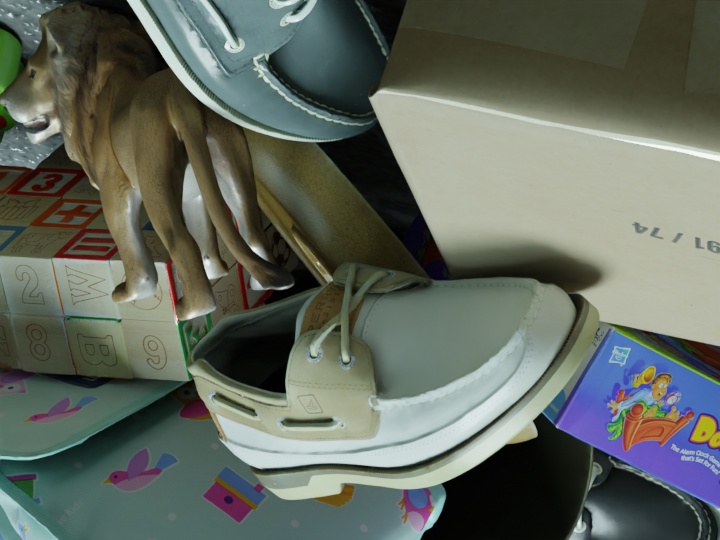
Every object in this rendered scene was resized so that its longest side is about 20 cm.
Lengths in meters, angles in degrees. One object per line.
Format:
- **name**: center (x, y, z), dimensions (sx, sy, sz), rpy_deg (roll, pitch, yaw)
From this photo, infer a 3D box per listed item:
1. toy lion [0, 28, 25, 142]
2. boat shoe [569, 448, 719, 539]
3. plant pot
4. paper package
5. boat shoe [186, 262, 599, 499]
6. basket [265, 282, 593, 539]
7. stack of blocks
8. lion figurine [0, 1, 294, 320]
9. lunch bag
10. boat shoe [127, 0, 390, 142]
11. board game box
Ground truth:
- **toy lion**: center (-0.247, -0.105, 1.212), dimensions (0.191, 0.069, 0.200), rpy_deg (7, 160, 10)
- **boat shoe**: center (0.098, 0.116, 1.487), dimensions (0.199, 0.074, 0.060), rpy_deg (21, 168, 18)
- **plant pot**: center (0.000, 0.000, 1.149), dimensions (0.200, 0.027, 0.200), rpy_deg (50, 177, 4)
- **paper package**: center (0.123, -0.049, 0.951), dimensions (0.199, 0.104, 0.191), rpy_deg (12, 160, 17)
- **boat shoe**: center (0.004, 0.036, 1.028), dimensions (0.068, 0.075, 0.200), rpy_deg (44, 143, -19)
- **basket**: center (-0.013, 0.069, 1.369), dimensions (0.199, 0.137, 0.180), rpy_deg (7, 159, 39)
- **stack of blocks**: center (-0.143, -0.008, 1.249), dimensions (0.199, 0.115, 0.059), rpy_deg (3, 118, 25)
- **lion figurine**: center (-0.077, -0.049, 1.085), dimensions (0.072, 0.123, 0.200), rpy_deg (-14, -173, -24)
- **lunch bag**: center (-0.091, 0.098, 1.225), dimensions (0.200, 0.170, 0.122), rpy_deg (45, 141, 17)
- **boat shoe**: center (-0.040, -0.107, 0.989), dimensions (0.062, 0.073, 0.200), rpy_deg (6, 153, 42)
- **board game box**: center (0.108, 0.035, 1.144), dimensions (0.134, 0.045, 0.200), rpy_deg (27, -171, -25)
